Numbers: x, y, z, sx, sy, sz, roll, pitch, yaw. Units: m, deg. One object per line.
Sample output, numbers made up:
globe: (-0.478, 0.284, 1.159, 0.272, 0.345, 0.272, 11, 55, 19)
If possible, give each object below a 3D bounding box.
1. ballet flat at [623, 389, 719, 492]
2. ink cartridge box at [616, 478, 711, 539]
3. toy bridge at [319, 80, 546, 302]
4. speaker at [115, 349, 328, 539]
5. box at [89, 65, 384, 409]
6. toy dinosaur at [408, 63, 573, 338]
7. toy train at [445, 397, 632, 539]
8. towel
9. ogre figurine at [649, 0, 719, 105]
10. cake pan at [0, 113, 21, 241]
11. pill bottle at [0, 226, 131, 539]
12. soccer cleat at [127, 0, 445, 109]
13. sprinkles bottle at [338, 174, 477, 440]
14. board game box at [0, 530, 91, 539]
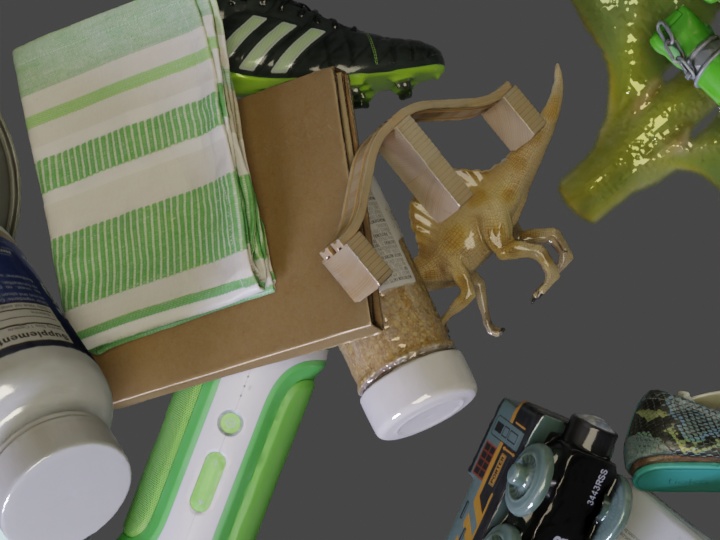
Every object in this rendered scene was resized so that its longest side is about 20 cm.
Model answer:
ballet flat: (0.261, 0.107, 1.630, 0.199, 0.074, 0.075, 9, 92, -8)
ink cartridge box: (0.163, 0.251, 1.580, 0.043, 0.196, 0.201, 32, 95, -36)
toy bridge: (0.036, -0.062, 1.555, 0.067, 0.027, 0.200, 50, 48, -4)
speaker: (-0.086, 0.112, 1.621, 0.088, 0.088, 0.201, 21, 92, 0)
box: (-0.085, -0.017, 1.584, 0.199, 0.021, 0.165, -17, 71, 26)
toy dinosaur: (0.083, -0.028, 1.629, 0.101, 0.058, 0.200, 44, 92, 0)
toy train: (0.094, 0.173, 1.610, 0.085, 0.114, 0.201, 21, 96, -22)
towel: (-0.133, -0.062, 1.586, 0.152, 0.023, 0.201, -19, 76, 27)
ogre figurine: (0.291, -0.147, 1.608, 0.199, 0.098, 0.120, -23, 74, -14)
cake pan: (-0.311, -0.049, 1.641, 0.199, 0.037, 0.202, 0, 92, 0)
pill bottle: (-0.212, 0.067, 1.547, 0.111, 0.111, 0.200, -40, 51, 2)
soccer cleat: (-0.047, -0.142, 1.623, 0.198, 0.068, 0.082, 0, 83, 2)
sprinkles bottle: (0.000, 0.000, 1.598, 0.068, 0.068, 0.201, -26, 74, 2)
board game box: (-0.266, 0.186, 1.617, 0.198, 0.103, 0.106, -7, 91, 1)
